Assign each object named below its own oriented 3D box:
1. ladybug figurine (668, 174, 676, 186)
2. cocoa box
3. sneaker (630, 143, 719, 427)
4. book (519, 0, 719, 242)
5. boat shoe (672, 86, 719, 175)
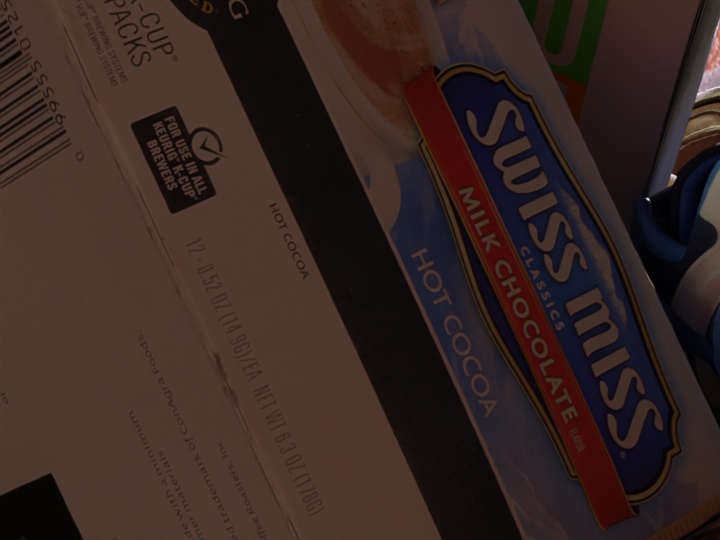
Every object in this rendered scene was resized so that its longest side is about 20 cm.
[{"bbox_3d":[0.036,0.029,0.894,0.199,0.136,0.072,-15,-42,-15],"label":"ladybug figurine"},{"bbox_3d":[-0.026,0.004,0.691,0.131,0.200,0.133,-25,0,-38],"label":"cocoa box"},{"bbox_3d":[0.112,0.004,0.757,0.074,0.082,0.200,-28,-2,-4],"label":"sneaker"},{"bbox_3d":[0.024,-0.058,0.777,0.200,0.133,0.048,100,-163,-50],"label":"book"},{"bbox_3d":[0.109,0.009,1.197,0.200,0.072,0.068,-52,1,34],"label":"boat shoe"}]
